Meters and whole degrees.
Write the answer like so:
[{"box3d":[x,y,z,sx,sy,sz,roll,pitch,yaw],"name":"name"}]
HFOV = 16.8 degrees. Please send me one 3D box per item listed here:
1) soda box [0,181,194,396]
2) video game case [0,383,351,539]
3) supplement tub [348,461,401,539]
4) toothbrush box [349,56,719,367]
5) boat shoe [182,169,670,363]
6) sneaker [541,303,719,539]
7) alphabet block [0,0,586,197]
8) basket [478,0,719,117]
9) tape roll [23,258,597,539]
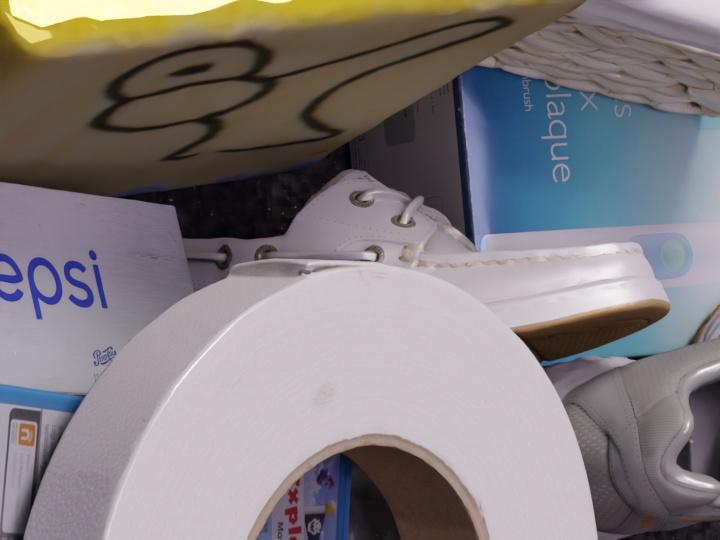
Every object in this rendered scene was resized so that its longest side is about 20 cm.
[{"box3d":[-0.130,0.013,0.705,0.200,0.063,0.069,5,66,-55],"name":"soda box"},{"box3d":[-0.078,0.107,0.659,0.199,0.018,0.144,13,77,-47],"name":"video game case"},{"box3d":[0.028,0.137,0.821,0.199,0.122,0.123,26,74,-25],"name":"supplement tub"},{"box3d":[0.101,-0.041,0.897,0.199,0.085,0.148,-3,88,-31],"name":"toothbrush box"},{"box3d":[0.000,0.000,0.791,0.071,0.199,0.070,31,55,-68],"name":"boat shoe"},{"box3d":[0.144,0.046,0.811,0.199,0.092,0.076,-21,99,-37],"name":"sneaker"},{"box3d":[-0.070,-0.136,0.729,0.194,0.200,0.198,-11,83,-30],"name":"alphabet block"},{"box3d":[0.107,-0.156,0.794,0.135,0.123,0.201,11,77,-27],"name":"basket"},{"box3d":[-0.009,0.098,0.683,0.202,0.037,0.204,0,90,-44],"name":"tape roll"}]
